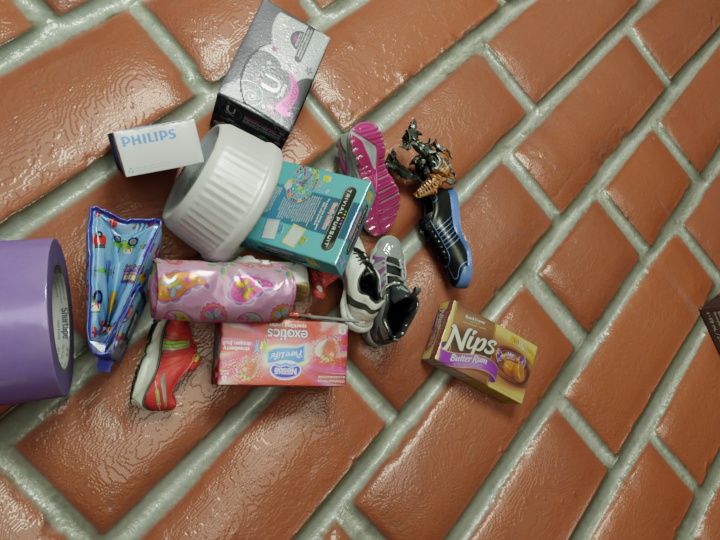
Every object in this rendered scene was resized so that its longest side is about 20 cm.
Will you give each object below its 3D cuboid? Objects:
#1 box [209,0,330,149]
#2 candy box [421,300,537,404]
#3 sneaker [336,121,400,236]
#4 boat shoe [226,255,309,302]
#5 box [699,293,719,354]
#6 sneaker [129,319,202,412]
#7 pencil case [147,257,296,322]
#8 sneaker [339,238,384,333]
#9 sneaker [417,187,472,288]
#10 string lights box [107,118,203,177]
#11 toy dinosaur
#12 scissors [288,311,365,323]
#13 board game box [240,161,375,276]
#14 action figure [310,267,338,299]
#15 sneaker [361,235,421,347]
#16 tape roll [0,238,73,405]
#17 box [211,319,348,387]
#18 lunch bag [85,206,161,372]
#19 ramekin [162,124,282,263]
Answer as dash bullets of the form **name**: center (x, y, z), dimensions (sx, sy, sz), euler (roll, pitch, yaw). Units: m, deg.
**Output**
- **box**: center (-0.151, -0.320, 0.888), dimensions (0.131, 0.115, 0.202), euler (25, 72, -15)
- **candy box**: center (0.222, 0.153, 0.975), dimensions (0.199, 0.056, 0.118), euler (29, 70, -15)
- **sneaker**: center (0.010, -0.161, 0.943), dimensions (0.081, 0.088, 0.202), euler (-20, 109, -26)
- **boat shoe**: center (-0.182, 0.011, 0.841), dimensions (0.198, 0.071, 0.070), euler (3, 52, -14)
- **box**: center (0.937, 0.114, 1.193), dimensions (0.163, 0.200, 0.167), euler (-24, 88, -24)
- **sneaker**: center (-0.272, 0.109, 0.779), dimensions (0.084, 0.077, 0.202), euler (21, 86, -24)
- **pencil case**: center (-0.189, 0.028, 0.734), dimensions (0.198, 0.087, 0.088), euler (1, 79, -27)
- **sneaker**: center (0.000, 0.000, 0.876), dimensions (0.073, 0.080, 0.201), euler (6, 51, -28)
- **sneaker**: center (0.152, -0.061, 0.987), dimensions (0.077, 0.070, 0.202), euler (-4, 74, -20)
- **string lights box**: center (-0.297, -0.177, 0.751), dimensions (0.102, 0.200, 0.060), euler (-17, 110, -23)
- **toy dinosaur**: center (0.123, -0.195, 0.963), dimensions (0.135, 0.200, 0.103), euler (33, 107, -9)
- **scissors**: center (-0.093, 0.070, 0.835), dimensions (0.198, 0.073, 0.014), euler (4, 86, -6)
- **board game box**: center (-0.095, -0.091, 0.846), dimensions (0.198, 0.047, 0.152), euler (17, 71, 19)
- **action figure**: center (-0.062, -0.048, 0.881), dimensions (0.052, 0.065, 0.202), euler (28, 55, -49)
- **sneaker**: center (0.064, 0.028, 0.889), dimensions (0.077, 0.140, 0.202), euler (10, 77, -20)
- **tape roll**: center (-0.418, 0.062, 0.656), dimensions (0.084, 0.200, 0.202), euler (-4, 81, -21)
- **box**: center (-0.125, 0.129, 0.818), dimensions (0.198, 0.095, 0.101), euler (6, 78, -21)
- **lunch bag**: center (-0.337, 0.036, 0.721), dimensions (0.093, 0.150, 0.202), euler (11, 76, -19)
- **ramekin**: center (-0.208, -0.120, 0.770), dimensions (0.094, 0.201, 0.204), euler (31, 69, -30)
